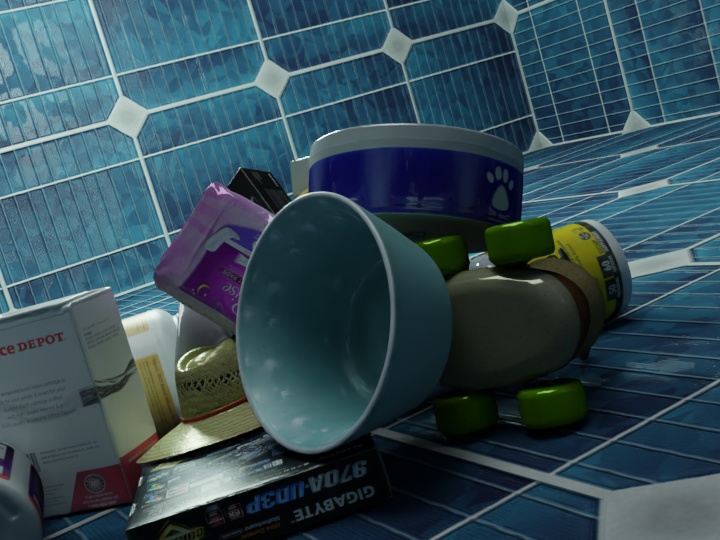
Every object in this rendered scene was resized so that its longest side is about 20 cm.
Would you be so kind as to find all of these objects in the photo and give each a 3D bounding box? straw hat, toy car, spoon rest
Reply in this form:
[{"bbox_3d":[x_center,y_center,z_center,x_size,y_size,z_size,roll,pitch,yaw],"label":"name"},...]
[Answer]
[{"bbox_3d":[-0.132,0.111,0.933,0.200,0.085,0.201,-19,-2,-1],"label":"straw hat"},{"bbox_3d":[0.151,0.039,0.865,0.157,0.165,0.200,-11,1,36],"label":"toy car"},{"bbox_3d":[-0.162,0.050,1.030,0.060,0.201,0.099,5,-8,21],"label":"spoon rest"}]

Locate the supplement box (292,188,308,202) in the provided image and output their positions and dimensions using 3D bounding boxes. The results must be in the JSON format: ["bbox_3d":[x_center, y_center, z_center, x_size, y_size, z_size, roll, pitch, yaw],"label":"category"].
[{"bbox_3d":[0.000,0.000,1.115,0.109,0.201,0.109,-4,-11,-24],"label":"supplement box"}]

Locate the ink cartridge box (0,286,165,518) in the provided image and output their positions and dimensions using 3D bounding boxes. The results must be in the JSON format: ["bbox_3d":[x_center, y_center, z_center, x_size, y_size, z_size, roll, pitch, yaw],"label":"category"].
[{"bbox_3d":[-0.294,0.130,0.959,0.145,0.201,0.085,-14,8,19],"label":"ink cartridge box"}]

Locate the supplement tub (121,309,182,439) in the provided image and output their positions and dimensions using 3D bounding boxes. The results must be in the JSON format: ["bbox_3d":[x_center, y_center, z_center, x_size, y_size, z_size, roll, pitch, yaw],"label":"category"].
[{"bbox_3d":[-0.264,0.129,1.106,0.199,0.145,0.145,-18,8,-11],"label":"supplement tub"}]

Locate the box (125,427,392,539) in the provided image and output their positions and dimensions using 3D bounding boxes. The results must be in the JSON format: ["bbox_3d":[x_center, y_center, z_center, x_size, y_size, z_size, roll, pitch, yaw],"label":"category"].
[{"bbox_3d":[-0.084,0.172,0.797,0.199,0.046,0.159,-18,8,-6],"label":"box"}]

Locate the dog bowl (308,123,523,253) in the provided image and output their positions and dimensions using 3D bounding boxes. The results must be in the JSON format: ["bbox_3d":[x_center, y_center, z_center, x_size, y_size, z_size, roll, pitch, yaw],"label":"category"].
[{"bbox_3d":[0.051,-0.070,0.904,0.199,0.079,0.200,3,-9,0],"label":"dog bowl"}]

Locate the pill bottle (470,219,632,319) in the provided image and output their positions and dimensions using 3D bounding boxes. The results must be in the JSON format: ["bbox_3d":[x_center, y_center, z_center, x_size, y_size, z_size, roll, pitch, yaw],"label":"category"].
[{"bbox_3d":[0.174,0.026,1.029,0.199,0.112,0.111,-20,9,-14],"label":"pill bottle"}]

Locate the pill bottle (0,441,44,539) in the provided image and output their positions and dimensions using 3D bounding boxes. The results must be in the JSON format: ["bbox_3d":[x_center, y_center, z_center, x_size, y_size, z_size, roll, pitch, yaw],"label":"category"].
[{"bbox_3d":[-0.328,0.207,0.830,0.111,0.112,0.200,-19,8,-16],"label":"pill bottle"}]

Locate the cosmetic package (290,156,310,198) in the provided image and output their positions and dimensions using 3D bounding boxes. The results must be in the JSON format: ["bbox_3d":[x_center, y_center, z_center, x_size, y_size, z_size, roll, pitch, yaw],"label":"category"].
[{"bbox_3d":[0.030,-0.110,1.229,0.150,0.052,0.200,-10,-13,31],"label":"cosmetic package"}]

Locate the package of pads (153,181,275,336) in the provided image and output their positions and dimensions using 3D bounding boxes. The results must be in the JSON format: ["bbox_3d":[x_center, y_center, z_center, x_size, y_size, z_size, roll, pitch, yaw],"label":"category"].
[{"bbox_3d":[-0.089,0.014,0.951,0.121,0.200,0.076,-59,-12,-9],"label":"package of pads"}]

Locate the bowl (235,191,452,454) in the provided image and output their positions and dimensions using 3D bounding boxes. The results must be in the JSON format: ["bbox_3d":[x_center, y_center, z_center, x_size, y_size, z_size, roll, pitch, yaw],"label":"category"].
[{"bbox_3d":[-0.003,0.043,0.779,0.105,0.202,0.201,6,-8,-40],"label":"bowl"}]

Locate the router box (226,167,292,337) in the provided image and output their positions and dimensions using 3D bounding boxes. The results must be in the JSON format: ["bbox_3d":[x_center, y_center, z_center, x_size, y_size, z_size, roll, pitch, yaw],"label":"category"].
[{"bbox_3d":[-0.108,0.012,1.073,0.052,0.200,0.157,3,-46,-52],"label":"router box"}]
